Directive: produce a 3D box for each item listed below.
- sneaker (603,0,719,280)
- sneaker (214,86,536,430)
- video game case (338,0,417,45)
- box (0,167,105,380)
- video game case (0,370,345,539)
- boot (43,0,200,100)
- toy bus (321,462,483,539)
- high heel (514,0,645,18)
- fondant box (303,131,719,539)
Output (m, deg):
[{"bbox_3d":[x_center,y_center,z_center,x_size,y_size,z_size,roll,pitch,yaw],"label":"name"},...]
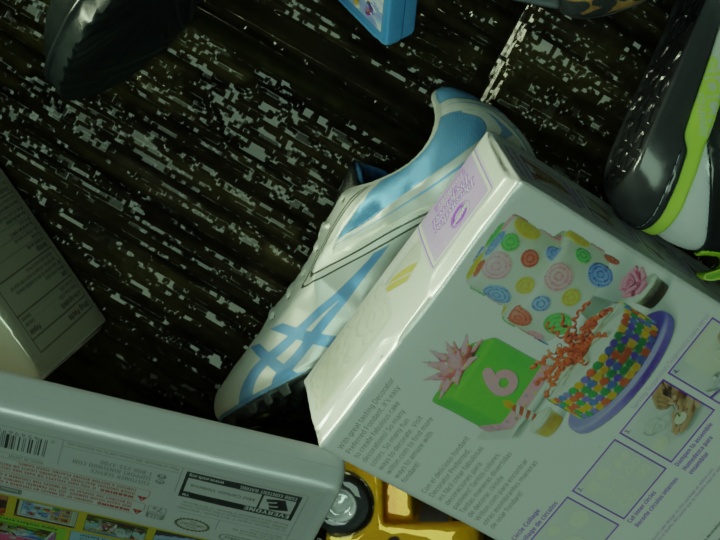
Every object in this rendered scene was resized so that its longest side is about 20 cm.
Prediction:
[{"bbox_3d":[0.173,-0.093,0.739,0.082,0.072,0.202,25,90,-7],"label":"sneaker"},{"bbox_3d":[0.000,0.000,0.806,0.200,0.072,0.073,-46,68,18],"label":"sneaker"},{"bbox_3d":[-0.018,-0.205,0.684,0.143,0.018,0.201,48,152,29],"label":"video game case"},{"bbox_3d":[-0.215,-0.026,0.814,0.077,0.095,0.201,-32,96,16],"label":"box"},{"bbox_3d":[-0.123,0.110,0.796,0.198,0.023,0.183,14,143,-9],"label":"video game case"},{"bbox_3d":[-0.125,-0.194,0.764,0.163,0.073,0.199,52,137,13],"label":"boot"},{"bbox_3d":[0.020,0.166,0.838,0.077,0.065,0.202,1,104,8],"label":"toy bus"},{"bbox_3d":[0.081,-0.212,0.743,0.141,0.071,0.202,7,104,-3],"label":"high heel"},{"bbox_3d":[0.097,0.052,0.767,0.199,0.058,0.145,29,109,-23],"label":"fondant box"}]
